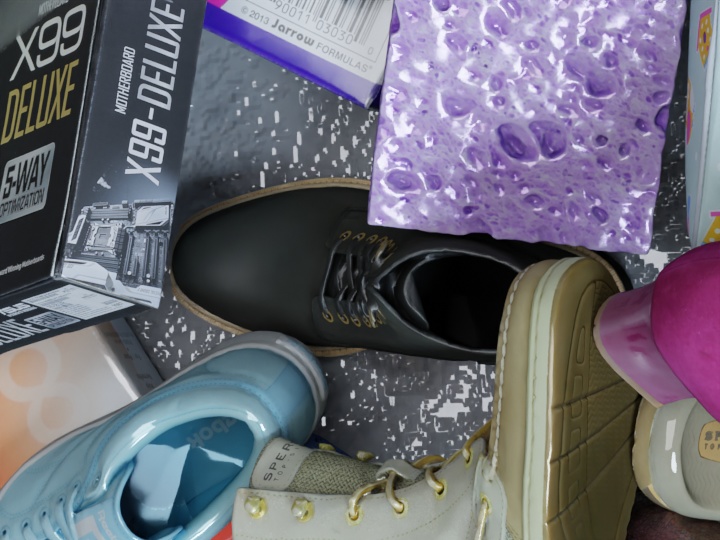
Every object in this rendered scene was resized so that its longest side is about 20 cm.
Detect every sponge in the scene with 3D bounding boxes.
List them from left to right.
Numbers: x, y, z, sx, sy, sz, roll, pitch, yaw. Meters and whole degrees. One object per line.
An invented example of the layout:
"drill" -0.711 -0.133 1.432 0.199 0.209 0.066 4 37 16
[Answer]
"sponge" 0.068 -0.108 1.078 0.111 0.030 0.201 7 113 1

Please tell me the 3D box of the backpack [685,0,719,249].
"backpack" 0.199 -0.077 1.071 0.152 0.200 0.177 6 103 21

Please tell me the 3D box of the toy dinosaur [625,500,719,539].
"toy dinosaur" 0.121 0.116 1.121 0.136 0.200 0.086 45 74 -25

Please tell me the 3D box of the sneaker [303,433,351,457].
"sneaker" 0.017 0.164 1.192 0.078 0.070 0.200 -40 79 8

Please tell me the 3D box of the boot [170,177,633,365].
"boot" 0.000 0.000 1.163 0.199 0.138 0.078 3 90 18

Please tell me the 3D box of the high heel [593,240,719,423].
"high heel" 0.177 0.061 1.003 0.199 0.096 0.068 31 68 -18

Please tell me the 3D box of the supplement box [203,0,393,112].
"supplement box" 0.016 -0.175 1.179 0.101 0.103 0.201 27 98 15

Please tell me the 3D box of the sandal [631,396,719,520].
"sandal" 0.189 0.062 1.087 0.054 0.199 0.081 7 96 53

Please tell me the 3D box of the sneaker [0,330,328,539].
"sneaker" -0.103 0.097 1.182 0.200 0.082 0.074 -42 91 20

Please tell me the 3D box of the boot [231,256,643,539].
"boot" 0.025 0.080 1.082 0.154 0.072 0.201 15 116 33

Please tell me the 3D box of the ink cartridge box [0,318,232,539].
"ink cartridge box" -0.132 0.127 1.250 0.162 0.050 0.201 -36 76 14

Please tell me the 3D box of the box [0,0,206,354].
"box" -0.137 -0.050 1.175 0.200 0.050 0.159 -15 62 55
